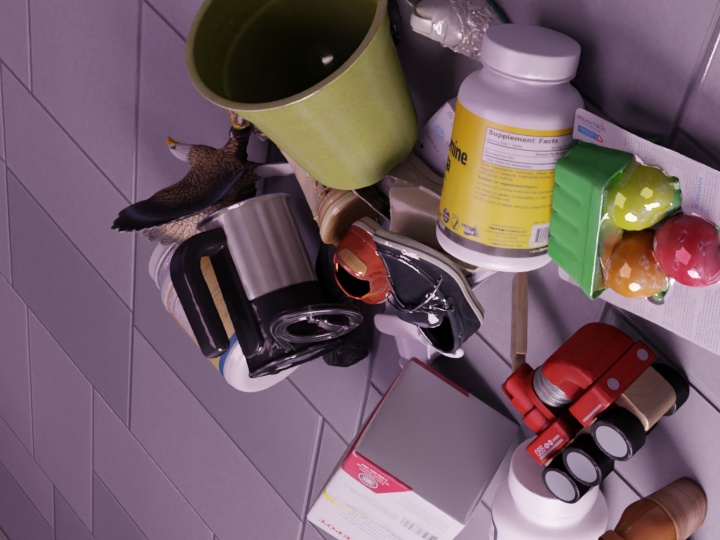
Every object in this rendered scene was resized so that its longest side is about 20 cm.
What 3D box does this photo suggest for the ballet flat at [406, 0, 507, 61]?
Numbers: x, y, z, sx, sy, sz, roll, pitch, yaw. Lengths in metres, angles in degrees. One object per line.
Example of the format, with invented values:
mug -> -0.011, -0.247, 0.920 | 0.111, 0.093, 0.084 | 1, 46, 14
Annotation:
ballet flat -> 0.056, -0.256, 1.499 | 0.200, 0.072, 0.072 | 49, 148, 20

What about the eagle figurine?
eagle figurine -> -0.182, -0.102, 1.875 | 0.152, 0.200, 0.151 | 32, 179, -35

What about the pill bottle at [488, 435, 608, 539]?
pill bottle -> 0.193, 0.270, 1.667 | 0.120, 0.120, 0.200 | 39, 143, 35

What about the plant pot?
plant pot -> -0.033, -0.178, 1.521 | 0.200, 0.200, 0.190 | 36, 170, 38

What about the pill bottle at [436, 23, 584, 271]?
pill bottle -> 0.135, -0.110, 1.428 | 0.112, 0.112, 0.200 | 33, 125, 41

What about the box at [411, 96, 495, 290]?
box -> 0.099, -0.069, 1.611 | 0.156, 0.041, 0.200 | 58, 152, 7

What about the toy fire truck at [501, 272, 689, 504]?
toy fire truck -> 0.196, 0.091, 1.536 | 0.200, 0.129, 0.176 | 46, 148, 8

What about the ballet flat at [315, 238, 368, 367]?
ballet flat -> -0.018, 0.024, 1.880 | 0.066, 0.057, 0.200 | 44, 141, 45

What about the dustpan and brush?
dustpan and brush -> 0.065, 0.062, 1.755 | 0.200, 0.057, 0.140 | 12, 124, 54

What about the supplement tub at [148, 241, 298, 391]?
supplement tub -> -0.156, 0.035, 1.997 | 0.200, 0.145, 0.145 | 47, 148, 25

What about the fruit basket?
fruit basket -> 0.260, -0.030, 1.369 | 0.200, 0.094, 0.185 | 23, 135, 27

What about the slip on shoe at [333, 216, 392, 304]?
slip on shoe -> 0.000, 0.000, 1.680 | 0.074, 0.061, 0.200 | 41, 169, 8

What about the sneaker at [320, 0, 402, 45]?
sneaker -> -0.029, -0.240, 1.650 | 0.200, 0.075, 0.087 | -31, 49, 47

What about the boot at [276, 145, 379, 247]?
boot -> -0.039, -0.110, 1.717 | 0.156, 0.073, 0.200 | 62, -178, 6

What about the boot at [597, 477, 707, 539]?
boot -> 0.263, 0.306, 1.548 | 0.077, 0.155, 0.200 | 38, 143, 35

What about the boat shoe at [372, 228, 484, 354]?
boat shoe -> 0.063, 0.022, 1.579 | 0.075, 0.062, 0.200 | 22, 163, 34

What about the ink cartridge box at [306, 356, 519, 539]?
ink cartridge box -> 0.054, 0.224, 1.782 | 0.145, 0.145, 0.200 | 33, 146, 1

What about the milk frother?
milk frother -> -0.088, 0.005, 1.796 | 0.200, 0.180, 0.188 | -26, 81, 32

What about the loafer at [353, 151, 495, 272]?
loafer -> 0.060, -0.055, 1.574 | 0.200, 0.068, 0.076 | 39, 144, 35
